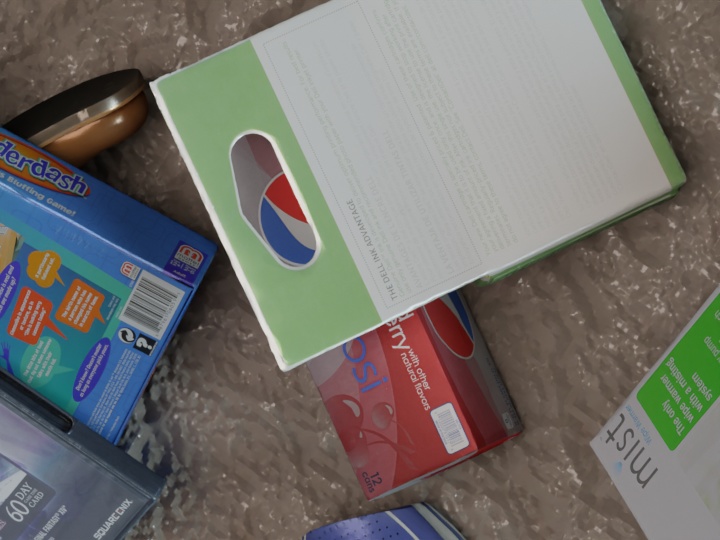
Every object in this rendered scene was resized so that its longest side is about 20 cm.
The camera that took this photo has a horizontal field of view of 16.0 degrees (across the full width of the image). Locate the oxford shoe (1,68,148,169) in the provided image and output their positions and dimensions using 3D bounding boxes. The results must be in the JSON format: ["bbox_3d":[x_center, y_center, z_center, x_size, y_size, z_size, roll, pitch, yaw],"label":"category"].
[{"bbox_3d":[-0.171,-0.032,1.265,0.199,0.071,0.071,-33,102,26],"label":"oxford shoe"}]

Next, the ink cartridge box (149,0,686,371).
[{"bbox_3d":[0.026,-0.059,1.142,0.199,0.048,0.146,-25,85,-4],"label":"ink cartridge box"}]

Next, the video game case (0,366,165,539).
[{"bbox_3d":[-0.210,0.088,1.243,0.199,0.019,0.143,35,129,-9],"label":"video game case"}]

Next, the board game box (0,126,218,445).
[{"bbox_3d":[-0.188,0.006,1.225,0.199,0.045,0.153,29,122,-3],"label":"board game box"}]

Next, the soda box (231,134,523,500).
[{"bbox_3d":[0.000,0.000,1.187,0.063,0.070,0.201,-26,85,22],"label":"soda box"}]

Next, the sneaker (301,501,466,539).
[{"bbox_3d":[0.027,0.207,1.170,0.080,0.115,0.201,-23,86,21],"label":"sneaker"}]

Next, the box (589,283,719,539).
[{"bbox_3d":[0.212,0.082,1.044,0.177,0.096,0.200,-51,35,18],"label":"box"}]
